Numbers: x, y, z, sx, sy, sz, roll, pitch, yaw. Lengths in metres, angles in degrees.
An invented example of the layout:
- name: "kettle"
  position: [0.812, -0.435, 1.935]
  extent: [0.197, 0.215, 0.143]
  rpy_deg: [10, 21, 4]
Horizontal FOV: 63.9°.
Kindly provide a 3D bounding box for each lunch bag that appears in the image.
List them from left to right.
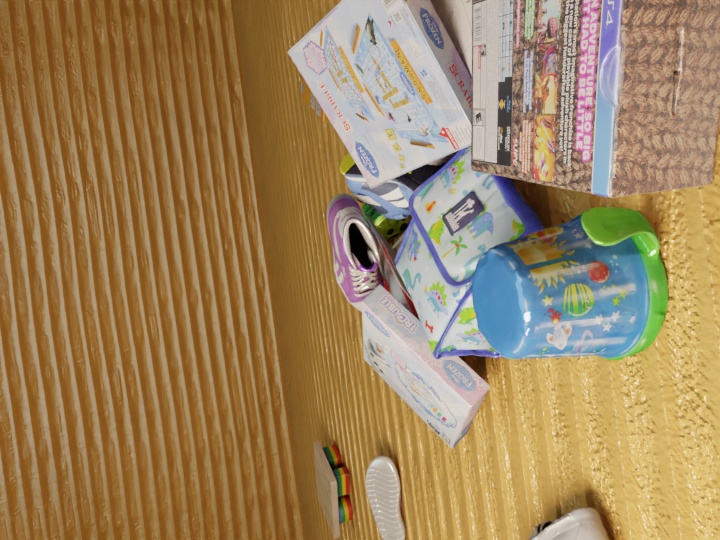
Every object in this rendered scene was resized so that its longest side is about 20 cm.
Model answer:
- name: "lunch bag"
  position: [0.130, -0.023, 0.679]
  extent: [0.172, 0.125, 0.202]
  rpy_deg: [-111, 32, -42]

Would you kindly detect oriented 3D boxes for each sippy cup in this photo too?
- name: "sippy cup"
  position: [0.175, 0.020, 0.520]
  extent: [0.140, 0.128, 0.182]
  rpy_deg: [-135, 40, -62]

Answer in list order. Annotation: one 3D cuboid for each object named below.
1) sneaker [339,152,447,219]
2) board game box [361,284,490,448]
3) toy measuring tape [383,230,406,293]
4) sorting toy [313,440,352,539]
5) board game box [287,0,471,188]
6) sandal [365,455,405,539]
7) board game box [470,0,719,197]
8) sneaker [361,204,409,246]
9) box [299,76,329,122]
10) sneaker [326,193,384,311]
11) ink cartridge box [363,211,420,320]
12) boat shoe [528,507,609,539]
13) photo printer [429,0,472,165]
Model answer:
- name: "sneaker"
  position: [0.066, -0.113, 0.812]
  extent: [0.197, 0.074, 0.083]
  rpy_deg: [21, 149, 26]
- name: "board game box"
  position: [0.082, 0.142, 0.824]
  extent: [0.200, 0.043, 0.200]
  rpy_deg: [43, 159, 22]
- name: "toy measuring tape"
  position: [0.067, -0.010, 1.000]
  extent: [0.200, 0.072, 0.075]
  rpy_deg: [-45, 54, 48]
- name: "sorting toy"
  position: [-0.079, 0.649, 1.736]
  extent: [0.200, 0.068, 0.203]
  rpy_deg: [-136, 41, -63]
- name: "board game box"
  position: [0.028, -0.213, 0.666]
  extent: [0.198, 0.041, 0.202]
  rpy_deg: [-12, 115, 53]
- name: "sandal"
  position: [0.057, 0.488, 1.242]
  extent: [0.050, 0.081, 0.207]
  rpy_deg: [-27, -67, -62]
- name: "board game box"
  position: [0.180, -0.158, 0.478]
  extent: [0.200, 0.095, 0.163]
  rpy_deg: [-141, 45, -66]
- name: "sneaker"
  position: [0.028, -0.091, 1.043]
  extent: [0.200, 0.073, 0.085]
  rpy_deg: [144, 112, -71]
- name: "box"
  position: [-0.041, -0.331, 1.086]
  extent: [0.201, 0.117, 0.042]
  rpy_deg: [-121, 28, -51]
- name: "sneaker"
  position: [-0.001, 0.000, 0.849]
  extent: [0.115, 0.071, 0.203]
  rpy_deg: [-121, 10, -57]
- name: "ink cartridge box"
  position: [0.059, 0.029, 0.870]
  extent: [0.200, 0.057, 0.164]
  rpy_deg: [42, -162, -44]
- name: "boat shoe"
  position: [0.215, 0.315, 0.642]
  extent: [0.202, 0.070, 0.070]
  rpy_deg: [94, -179, -52]
- name: "photo printer"
  position: [0.109, -0.253, 0.691]
  extent: [0.200, 0.068, 0.170]
  rpy_deg: [126, 133, -57]
